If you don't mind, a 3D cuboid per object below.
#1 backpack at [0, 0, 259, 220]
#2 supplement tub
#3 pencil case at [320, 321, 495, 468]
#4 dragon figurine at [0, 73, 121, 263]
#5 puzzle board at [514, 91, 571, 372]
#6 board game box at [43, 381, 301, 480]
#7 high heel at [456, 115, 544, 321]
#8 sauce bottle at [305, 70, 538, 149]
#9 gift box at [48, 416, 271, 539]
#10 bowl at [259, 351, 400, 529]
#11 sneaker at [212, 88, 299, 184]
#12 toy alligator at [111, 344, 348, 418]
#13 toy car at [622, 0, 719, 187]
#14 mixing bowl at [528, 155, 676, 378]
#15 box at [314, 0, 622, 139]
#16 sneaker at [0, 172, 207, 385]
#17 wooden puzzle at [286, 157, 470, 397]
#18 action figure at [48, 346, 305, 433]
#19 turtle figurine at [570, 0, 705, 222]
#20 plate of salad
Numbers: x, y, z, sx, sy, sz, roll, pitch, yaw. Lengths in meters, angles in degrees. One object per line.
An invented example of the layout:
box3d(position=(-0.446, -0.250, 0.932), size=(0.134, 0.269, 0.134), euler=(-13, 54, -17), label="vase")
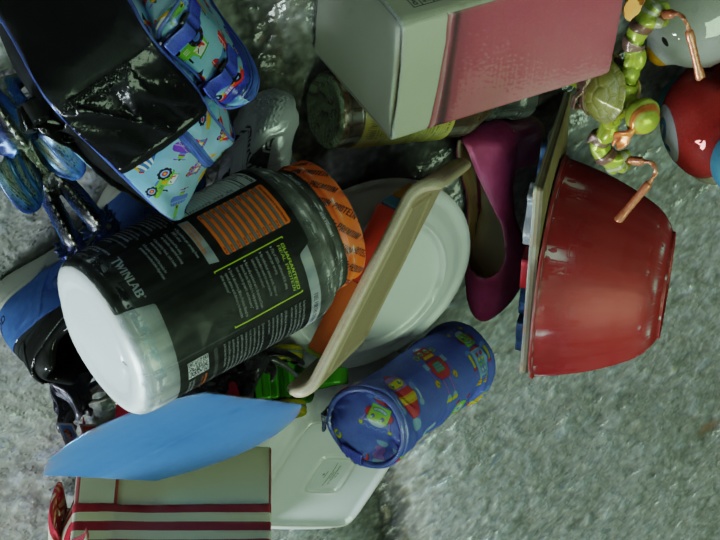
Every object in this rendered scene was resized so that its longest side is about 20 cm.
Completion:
box3d(position=(-0.148, -0.137, 1.190), size=(0.134, 0.183, 0.200), euler=(-35, 145, 5), label="backpack")
box3d(position=(-0.103, 0.006, 1.278), size=(0.200, 0.122, 0.123), euler=(-28, 141, -25), label="supplement tub")
box3d(position=(0.045, 0.110, 1.577), size=(0.200, 0.078, 0.087), euler=(-29, 155, -57), label="pencil case")
box3d(position=(-0.228, -0.081, 1.245), size=(0.059, 0.099, 0.200), euler=(-35, 141, -5), label="dragon figurine")
box3d(position=(0.158, -0.033, 1.575), size=(0.017, 0.151, 0.201), euler=(9, 129, 10), label="puzzle board")
box3d(position=(-0.143, 0.111, 1.364), size=(0.158, 0.039, 0.200), euler=(-28, 159, 27), label="board game box")
box3d(position=(0.103, -0.039, 1.563), size=(0.096, 0.067, 0.201), euler=(-15, 131, -41), label="high heel")
box3d(position=(0.053, -0.134, 1.442), size=(0.199, 0.065, 0.065), euler=(-6, 131, -32), label="sauce bottle")
box3d(position=(-0.169, 0.236, 1.501), size=(0.186, 0.185, 0.200), euler=(1, 138, -5), label="gift box")
box3d(position=(-0.045, 0.164, 1.648), size=(0.199, 0.075, 0.200), euler=(9, 123, -42), label="bowl")
box3d(position=(-0.056, -0.051, 1.405), size=(0.114, 0.075, 0.200), euler=(10, 128, -17), label="sneaker")
box3d(position=(-0.108, 0.102, 1.531), size=(0.199, 0.060, 0.054), euler=(-6, 164, 1), label="toy alligator")
box3d(position=(0.289, -0.190, 1.531), size=(0.200, 0.184, 0.177), euler=(37, 104, -21), label="toy car")
box3d(position=(0.216, 0.004, 1.583), size=(0.108, 0.201, 0.201), euler=(8, 137, 11), label="mixing bowl")
box3d(position=(0.080, -0.198, 1.351), size=(0.199, 0.128, 0.109), euler=(-19, 138, -22), label="box")
box3d(position=(-0.180, 0.005, 1.356), size=(0.200, 0.111, 0.077), euler=(-38, 141, -2), label="sneaker")
box3d(position=(0.012, -0.002, 1.414), size=(0.200, 0.037, 0.185), euler=(-58, 175, 13), label="wooden puzzle")
box3d(position=(-0.149, 0.067, 1.430), size=(0.199, 0.102, 0.119), euler=(-10, 161, -10), label="action figure")
box3d(position=(0.193, -0.148, 1.462), size=(0.064, 0.161, 0.201), euler=(-15, 136, -26), label="turtle figurine")
box3d(position=(0.000, 0.000, 1.539), size=(0.199, 0.048, 0.201), euler=(-16, 133, -18), label="plate of salad")
